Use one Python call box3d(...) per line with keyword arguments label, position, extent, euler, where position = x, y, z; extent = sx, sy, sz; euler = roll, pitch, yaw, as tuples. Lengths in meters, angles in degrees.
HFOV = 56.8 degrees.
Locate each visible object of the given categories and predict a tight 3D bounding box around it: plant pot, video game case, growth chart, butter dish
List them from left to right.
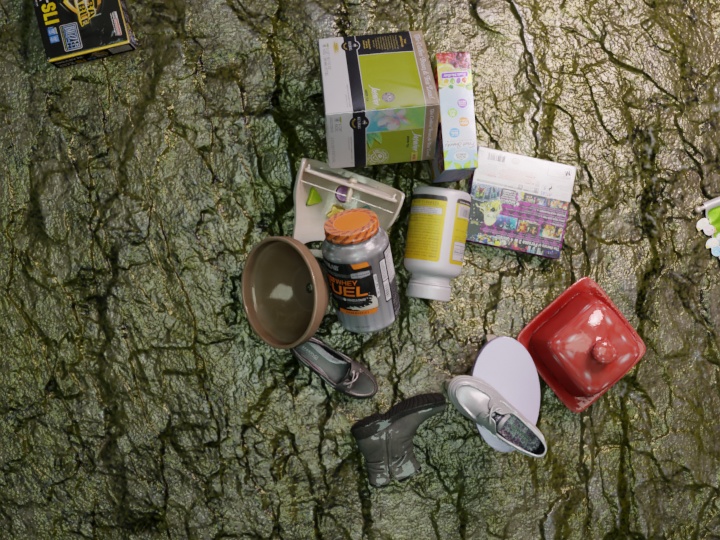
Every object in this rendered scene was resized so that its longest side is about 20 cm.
box3d(label="plant pot", position=(-0.122, 0.037, 1.220), extent=(0.199, 0.092, 0.204), euler=(5, 98, 39))
box3d(label="video game case", position=(0.302, -0.130, 1.284), extent=(0.197, 0.036, 0.184), euler=(11, 89, -2))
box3d(label="butter dish", position=(0.427, 0.143, 1.233), extent=(0.199, 0.148, 0.200), euler=(-40, 90, -1))
box3d(label="growth chart", position=(0.753, -0.063, 1.311), extent=(0.144, 0.018, 0.202), euler=(-29, 90, -1))

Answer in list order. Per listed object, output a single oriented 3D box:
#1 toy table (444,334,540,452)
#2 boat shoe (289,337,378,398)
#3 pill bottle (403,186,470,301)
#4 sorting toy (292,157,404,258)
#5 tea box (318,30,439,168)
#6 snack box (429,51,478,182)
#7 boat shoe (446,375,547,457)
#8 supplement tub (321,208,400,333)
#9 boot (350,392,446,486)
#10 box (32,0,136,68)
box3d(label="toy table", position=(0.254, 0.222, 1.241), extent=(0.181, 0.117, 0.203), euler=(10, 89, -1))
box3d(label="boat shoe", position=(-0.053, 0.184, 1.259), extent=(0.199, 0.057, 0.067), euler=(34, 89, -2))
box3d(label="pill bottle", position=(0.139, -0.048, 1.240), extent=(0.110, 0.111, 0.203), euler=(8, 89, -2))
box3d(label="sorting toy", position=(-0.045, -0.096, 1.246), extent=(0.198, 0.107, 0.182), euler=(18, 101, -11))
box3d(label="tea box", position=(0.029, -0.305, 1.184), extent=(0.194, 0.134, 0.202), euler=(-5, 55, -1))
box3d(label="snack box", position=(0.162, -0.271, 1.214), extent=(0.067, 0.169, 0.203), euler=(-3, 91, -1))
box3d(label="boat shoe", position=(0.236, 0.255, 1.147), extent=(0.200, 0.069, 0.072), euler=(43, 88, 0))
box3d(label="supplement tub", position=(0.000, 0.000, 1.193), extent=(0.121, 0.123, 0.202), euler=(-14, 120, -2))
box3d(label="boot", position=(0.089, 0.323, 1.267), extent=(0.198, 0.068, 0.132), euler=(-23, 95, 5))
box3d(label="box", position=(-0.526, -0.500, 1.250), extent=(0.158, 0.049, 0.203), euler=(-14, 90, 0))
